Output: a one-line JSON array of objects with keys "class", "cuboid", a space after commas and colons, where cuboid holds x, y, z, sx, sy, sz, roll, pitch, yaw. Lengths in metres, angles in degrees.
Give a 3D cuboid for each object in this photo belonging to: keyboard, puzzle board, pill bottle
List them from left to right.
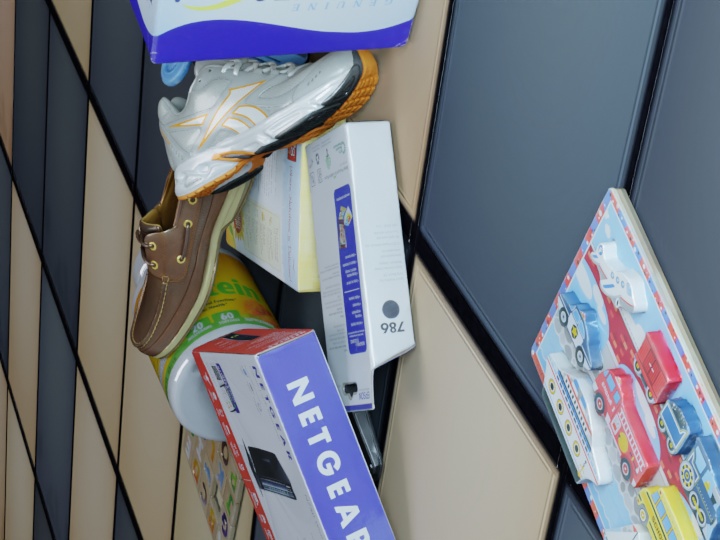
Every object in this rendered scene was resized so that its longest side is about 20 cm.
[{"class": "pill bottle", "cuboid": [-0.133, 0.047, 1.564, 0.200, 0.111, 0.111, -123, 34, -53]}, {"class": "keyboard", "cuboid": [-0.032, 0.120, 1.422, 0.127, 0.021, 0.200, 69, 156, 10]}, {"class": "puzzle board", "cuboid": [0.140, 0.080, 0.949, 0.151, 0.017, 0.200, 110, 149, -49]}]

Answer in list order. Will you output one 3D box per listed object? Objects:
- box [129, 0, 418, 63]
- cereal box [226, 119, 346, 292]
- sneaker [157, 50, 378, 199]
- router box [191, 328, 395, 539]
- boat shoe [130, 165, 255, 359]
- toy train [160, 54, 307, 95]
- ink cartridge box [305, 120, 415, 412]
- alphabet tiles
[{"class": "box", "cuboid": [-0.047, -0.242, 1.151, 0.200, 0.184, 0.105, 105, 151, -44]}, {"class": "cereal box", "cuboid": [-0.062, -0.073, 1.443, 0.200, 0.039, 0.144, -149, 59, -66]}, {"class": "sneaker", "cuboid": [-0.077, -0.126, 1.310, 0.200, 0.076, 0.092, -28, 84, 34]}, {"class": "router box", "cuboid": [-0.047, 0.142, 1.357, 0.200, 0.049, 0.179, 69, 161, -5]}, {"class": "boat shoe", "cuboid": [-0.149, -0.026, 1.456, 0.072, 0.067, 0.200, 48, 120, 56]}, {"class": "toy train", "cuboid": [-0.098, -0.214, 1.424, 0.114, 0.087, 0.200, -39, 42, 40]}, {"class": "ink cartridge box", "cuboid": [0.000, 0.000, 1.290, 0.099, 0.039, 0.200, 165, 101, -70]}, {"class": "alphabet tiles", "cuboid": [-0.148, 0.164, 1.788, 0.200, 0.008, 0.167, -115, 27, -43]}]
